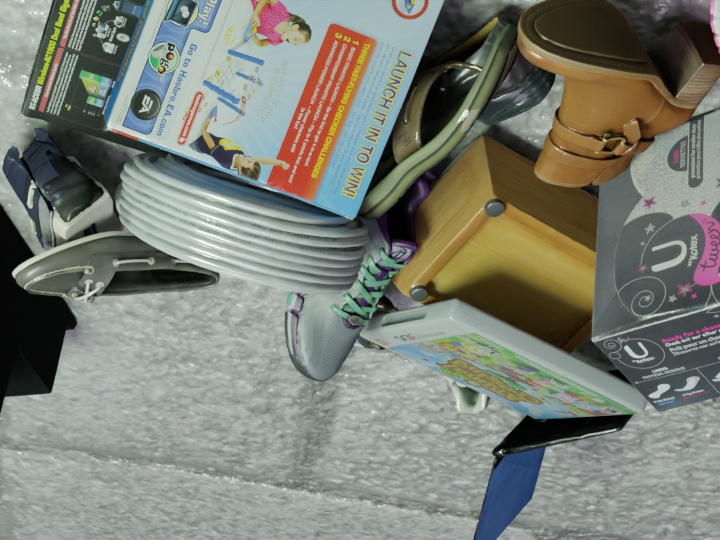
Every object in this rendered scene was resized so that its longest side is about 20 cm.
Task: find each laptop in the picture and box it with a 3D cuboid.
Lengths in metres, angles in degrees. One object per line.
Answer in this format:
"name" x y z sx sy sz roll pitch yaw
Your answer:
"laptop" 0.200 0.183 1.654 0.200 0.187 0.116 -16 99 29

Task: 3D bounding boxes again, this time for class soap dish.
"soap dish" 0.136 -0.009 1.486 0.200 0.081 0.157 27 125 -23

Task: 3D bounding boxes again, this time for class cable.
"cable" -0.093 -0.038 1.352 0.200 0.069 0.200 11 -170 -39

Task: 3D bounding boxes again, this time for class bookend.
"bookend" -0.361 0.075 1.636 0.092 0.199 0.200 -5 143 15

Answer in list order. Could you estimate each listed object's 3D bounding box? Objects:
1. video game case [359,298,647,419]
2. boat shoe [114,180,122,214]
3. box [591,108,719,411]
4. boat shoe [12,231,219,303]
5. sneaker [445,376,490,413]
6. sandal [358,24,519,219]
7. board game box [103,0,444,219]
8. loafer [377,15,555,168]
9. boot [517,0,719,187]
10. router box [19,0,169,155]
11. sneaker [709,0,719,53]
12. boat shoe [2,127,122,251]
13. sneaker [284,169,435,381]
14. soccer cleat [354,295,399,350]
"video game case" 0.120 0.081 1.511 0.200 0.022 0.182 26 164 -20
"boat shoe" -0.113 -0.054 1.521 0.199 0.071 0.070 -5 140 8
"box" 0.267 -0.012 1.379 0.132 0.200 0.115 -19 136 32
"boat shoe" -0.207 0.000 1.535 0.200 0.057 0.067 -13 163 -39
"sneaker" 0.106 0.060 1.620 0.070 0.080 0.200 1 142 14
"sandal" 0.047 -0.112 1.303 0.057 0.080 0.201 43 124 -6
"board game box" -0.060 -0.165 1.262 0.195 0.056 0.200 20 101 -15
"loafer" 0.051 -0.141 1.369 0.200 0.073 0.072 -24 125 24
"boot" 0.169 -0.124 1.309 0.200 0.074 0.155 5 142 -32
"router box" -0.172 -0.178 1.362 0.150 0.062 0.200 16 144 -13
"sneaker" 0.318 -0.152 1.277 0.088 0.082 0.200 -7 142 23
"boat shoe" -0.268 -0.061 1.554 0.093 0.075 0.200 49 161 7
"sneaker" 0.000 0.000 1.450 0.074 0.201 0.087 15 -179 -41
"soccer cleat" -0.034 0.016 1.571 0.086 0.070 0.200 23 166 29
